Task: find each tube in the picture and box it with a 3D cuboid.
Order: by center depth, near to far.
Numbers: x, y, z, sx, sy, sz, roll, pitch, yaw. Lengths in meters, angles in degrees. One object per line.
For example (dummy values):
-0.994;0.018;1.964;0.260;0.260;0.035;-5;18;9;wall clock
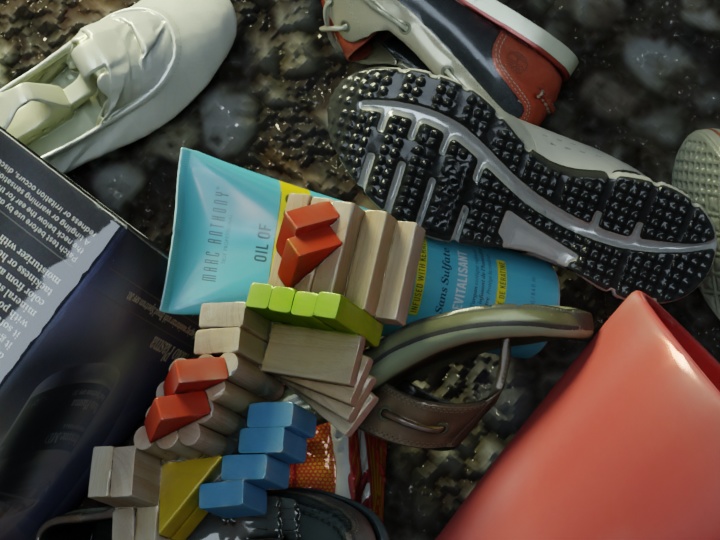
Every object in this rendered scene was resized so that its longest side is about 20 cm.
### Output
0.000;0.000;0.882;0.199;0.050;0.078;12;73;-24;tube

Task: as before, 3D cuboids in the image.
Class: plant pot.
0.128;0.140;0.823;0.177;0.200;0.201;-42;75;9;plant pot

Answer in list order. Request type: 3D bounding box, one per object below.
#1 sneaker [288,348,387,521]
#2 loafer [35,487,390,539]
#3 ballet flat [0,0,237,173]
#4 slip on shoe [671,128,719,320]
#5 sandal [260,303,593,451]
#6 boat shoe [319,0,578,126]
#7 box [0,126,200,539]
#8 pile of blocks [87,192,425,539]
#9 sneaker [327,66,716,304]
-0.028;0.135;0.912;0.077;0.073;0.201;-5;70;23;sneaker
-0.076;0.138;0.866;0.200;0.063;0.072;-6;77;43;loafer
-0.155;-0.092;0.974;0.200;0.069;0.070;-33;75;2;ballet flat
0.222;0.012;0.895;0.061;0.074;0.200;-22;66;-31;slip on shoe
0.019;0.062;0.848;0.201;0.080;0.057;-24;79;16;sandal
0.016;-0.133;0.954;0.200;0.071;0.063;32;88;10;boat shoe
-0.185;0.046;0.882;0.123;0.200;0.199;37;88;14;box
-0.048;0.050;0.798;0.082;0.062;0.200;34;90;31;pile of blocks
0.074;-0.041;0.899;0.200;0.080;0.074;26;99;-4;sneaker
